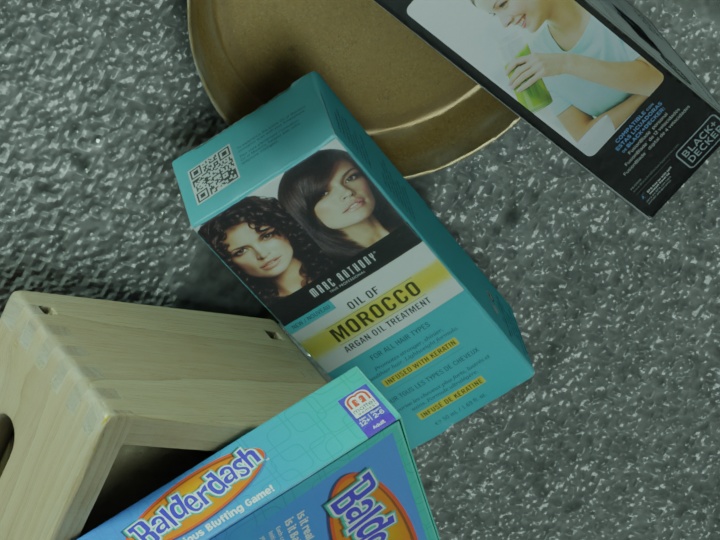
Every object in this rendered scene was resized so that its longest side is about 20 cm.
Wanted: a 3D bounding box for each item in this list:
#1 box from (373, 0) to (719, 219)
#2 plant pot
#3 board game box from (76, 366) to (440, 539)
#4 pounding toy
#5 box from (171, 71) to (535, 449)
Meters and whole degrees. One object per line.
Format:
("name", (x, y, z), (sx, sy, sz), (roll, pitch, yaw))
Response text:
("box", (0.066, -0.119, 1.277), (0.060, 0.117, 0.200), (-46, 125, 12))
("plant pot", (0.013, -0.135, 1.332), (0.199, 0.028, 0.201), (-9, 120, -15))
("board game box", (-0.057, 0.154, 1.321), (0.199, 0.045, 0.153), (-31, 136, -13))
("pounding toy", (-0.137, 0.113, 1.368), (0.183, 0.142, 0.201), (8, 118, -40))
("box", (0.000, 0.000, 1.367), (0.082, 0.049, 0.200), (-32, 133, 11))
